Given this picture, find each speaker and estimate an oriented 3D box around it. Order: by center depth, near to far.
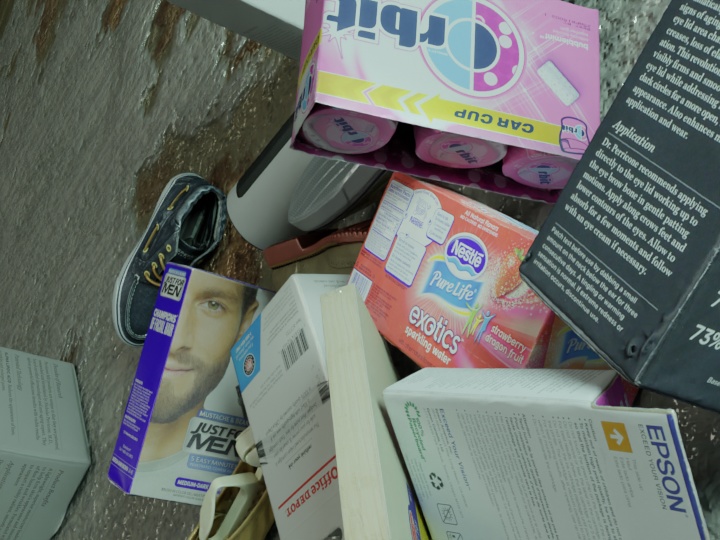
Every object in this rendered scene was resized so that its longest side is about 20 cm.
[{"bbox_3d":[-0.033,-0.103,0.918,0.200,0.080,0.082,-45,41,37],"label":"speaker"}]

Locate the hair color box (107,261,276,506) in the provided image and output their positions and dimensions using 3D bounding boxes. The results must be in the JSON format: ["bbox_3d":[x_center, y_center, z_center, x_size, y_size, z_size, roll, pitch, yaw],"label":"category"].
[{"bbox_3d":[-0.143,0.105,0.957,0.064,0.108,0.203,7,82,57],"label":"hair color box"}]

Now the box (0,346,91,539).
[{"bbox_3d":[-0.444,0.238,1.333,0.200,0.129,0.201,-58,34,21],"label":"box"}]

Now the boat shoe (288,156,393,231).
[{"bbox_3d":[0.021,-0.088,0.824,0.199,0.062,0.073,-39,36,33],"label":"boat shoe"}]

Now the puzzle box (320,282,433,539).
[{"bbox_3d":[0.017,0.119,0.608,0.025,0.134,0.201,-19,36,8],"label":"puzzle box"}]

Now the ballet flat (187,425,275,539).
[{"bbox_3d":[-0.086,0.171,0.880,0.202,0.062,0.069,-63,34,14],"label":"ballet flat"}]

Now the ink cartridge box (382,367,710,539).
[{"bbox_3d":[0.110,0.145,0.521,0.199,0.043,0.199,-5,107,54],"label":"ink cartridge box"}]

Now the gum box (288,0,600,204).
[{"bbox_3d":[0.061,-0.121,0.679,0.066,0.197,0.115,130,147,-64],"label":"gum box"}]

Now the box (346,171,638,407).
[{"bbox_3d":[0.083,0.018,0.665,0.200,0.094,0.104,34,104,56],"label":"box"}]

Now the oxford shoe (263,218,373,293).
[{"bbox_3d":[0.000,0.000,0.849,0.199,0.070,0.076,-10,94,53],"label":"oxford shoe"}]

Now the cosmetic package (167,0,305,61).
[{"bbox_3d":[-0.054,-0.242,0.901,0.074,0.198,0.103,-3,73,55],"label":"cosmetic package"}]

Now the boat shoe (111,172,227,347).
[{"bbox_3d":[-0.207,-0.006,1.140,0.091,0.070,0.203,25,94,62],"label":"boat shoe"}]

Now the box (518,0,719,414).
[{"bbox_3d":[0.192,-0.040,0.480,0.202,0.146,0.104,-61,33,15],"label":"box"}]

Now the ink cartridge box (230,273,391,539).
[{"bbox_3d":[-0.021,0.118,0.775,0.116,0.067,0.202,-47,52,43],"label":"ink cartridge box"}]
